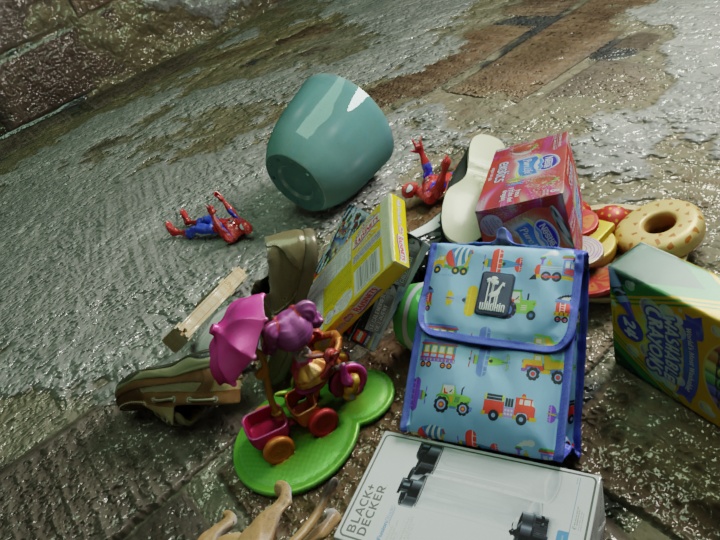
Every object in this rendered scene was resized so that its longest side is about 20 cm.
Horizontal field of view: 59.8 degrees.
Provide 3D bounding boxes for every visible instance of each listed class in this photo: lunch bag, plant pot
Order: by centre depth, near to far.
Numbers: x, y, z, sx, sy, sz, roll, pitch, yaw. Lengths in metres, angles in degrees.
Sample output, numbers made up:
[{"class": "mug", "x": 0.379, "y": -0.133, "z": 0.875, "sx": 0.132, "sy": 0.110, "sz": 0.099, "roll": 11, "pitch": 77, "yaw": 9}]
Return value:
[{"class": "lunch bag", "x": 0.132, "y": 0.062, "z": 0.591, "sx": 0.149, "sy": 0.094, "sz": 0.203, "roll": 3, "pitch": 80, "yaw": 29}, {"class": "plant pot", "x": -0.067, "y": -0.201, "z": 1.070, "sx": 0.199, "sy": 0.202, "sz": 0.162, "roll": 14, "pitch": 57, "yaw": 40}]

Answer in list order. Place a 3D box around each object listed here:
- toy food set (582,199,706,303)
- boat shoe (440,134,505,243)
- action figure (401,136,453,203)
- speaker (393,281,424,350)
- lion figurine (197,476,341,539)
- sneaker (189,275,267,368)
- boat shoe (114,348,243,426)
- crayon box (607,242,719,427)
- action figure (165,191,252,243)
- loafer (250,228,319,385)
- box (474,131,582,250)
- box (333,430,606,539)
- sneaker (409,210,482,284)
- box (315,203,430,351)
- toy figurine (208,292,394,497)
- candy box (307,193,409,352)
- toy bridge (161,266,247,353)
[{"class": "toy food set", "x": 0.296, "y": -0.030, "z": 0.764, "sx": 0.197, "sy": 0.049, "sz": 0.199, "roll": -39, "pitch": 39, "yaw": -26}, {"class": "boat shoe", "x": 0.147, "y": -0.096, "z": 0.833, "sx": 0.073, "sy": 0.063, "sz": 0.203, "roll": 23, "pitch": 52, "yaw": 0}, {"class": "action figure", "x": 0.154, "y": -0.166, "z": 0.975, "sx": 0.197, "sy": 0.100, "sz": 0.066, "roll": -15, "pitch": 32, "yaw": 11}, {"class": "speaker", "x": 0.136, "y": 0.064, "z": 0.683, "sx": 0.198, "sy": 0.089, "sz": 0.089, "roll": 9, "pitch": 43, "yaw": 36}, {"class": "lion figurine", "x": -0.106, "y": 0.243, "z": 0.521, "sx": 0.200, "sy": 0.073, "sz": 0.122, "roll": -44, "pitch": -7, "yaw": 30}, {"class": "sneaker", "x": -0.151, "y": 0.053, "z": 0.855, "sx": 0.099, "sy": 0.076, "sz": 0.200, "roll": 8, "pitch": 42, "yaw": 40}, {"class": "boat shoe", "x": -0.220, "y": 0.149, "z": 0.752, "sx": 0.198, "sy": 0.075, "sz": 0.075, "roll": -21, "pitch": 73, "yaw": 31}, {"class": "crayon box", "x": 0.312, "y": 0.071, "z": 0.545, "sx": 0.051, "sy": 0.127, "sz": 0.200, "roll": -31, "pitch": 35, "yaw": -16}, {"class": "action figure", "x": -0.275, "y": -0.101, "z": 1.119, "sx": 0.198, "sy": 0.100, "sz": 0.065, "roll": 9, "pitch": 44, "yaw": 33}, {"class": "loafer", "x": -0.101, "y": 0.041, "z": 0.749, "sx": 0.066, "sy": 0.203, "sz": 0.076, "roll": 11, "pitch": 16, "yaw": -13}, {"class": "box", "x": 0.201, "y": -0.074, "z": 0.724, "sx": 0.094, "sy": 0.101, "sz": 0.201, "roll": -10, "pitch": 25, "yaw": 25}, {"class": "box", "x": 0.090, "y": 0.214, "z": 0.520, "sx": 0.197, "sy": 0.061, "sz": 0.117, "roll": 4, "pitch": 40, "yaw": 32}, {"class": "sneaker", "x": 0.102, "y": -0.015, "z": 0.825, "sx": 0.087, "sy": 0.076, "sz": 0.200, "roll": 24, "pitch": 53, "yaw": 39}, {"class": "box", "x": 0.000, "y": 0.000, "z": 0.783, "sx": 0.138, "sy": 0.040, "sz": 0.200, "roll": -63, "pitch": 24, "yaw": 4}, {"class": "toy figurine", "x": -0.073, "y": 0.101, "z": 0.650, "sx": 0.198, "sy": 0.186, "sz": 0.150, "roll": -27, "pitch": 34, "yaw": -12}, {"class": "candy box", "x": -0.013, "y": 0.014, "z": 0.711, "sx": 0.200, "sy": 0.026, "sz": 0.103, "roll": -47, "pitch": 29, "yaw": 39}, {"class": "toy bridge", "x": -0.203, "y": 0.039, "z": 0.879, "sx": 0.067, "sy": 0.027, "sz": 0.200, "roll": -40, "pitch": 9, "yaw": 27}]
